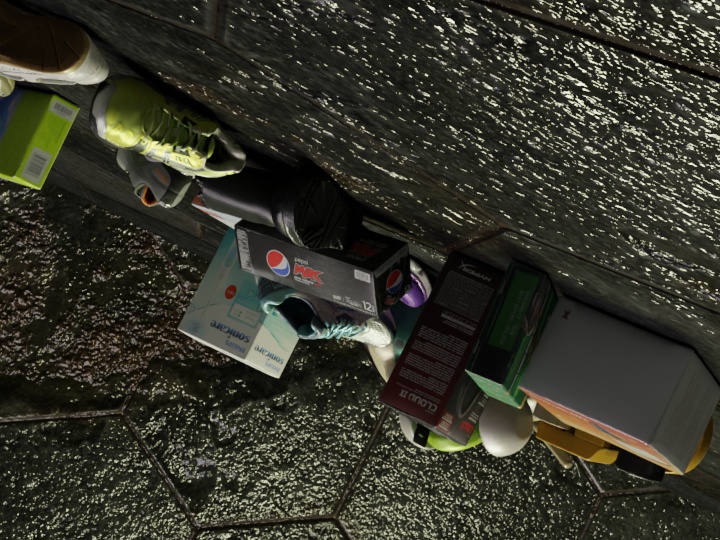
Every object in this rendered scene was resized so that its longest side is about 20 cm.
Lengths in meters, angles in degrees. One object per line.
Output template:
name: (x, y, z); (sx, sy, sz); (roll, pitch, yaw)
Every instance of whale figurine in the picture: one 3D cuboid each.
whale figurine: (0.070, 0.096, 2.002); (0.104, 0.200, 0.159); (-7, -150, 11)

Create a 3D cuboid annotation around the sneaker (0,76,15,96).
sneaker: (-0.496, -0.241, 1.855); (0.077, 0.089, 0.200); (23, 174, 30)

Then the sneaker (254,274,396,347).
sneaker: (-0.045, 0.057, 1.864); (0.200, 0.086, 0.078); (27, 130, -23)

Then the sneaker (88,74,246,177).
sneaker: (-0.185, -0.141, 1.518); (0.076, 0.075, 0.200); (14, 179, 33)

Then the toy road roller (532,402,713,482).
toy road roller: (0.317, 0.169, 1.808); (0.200, 0.123, 0.146); (21, -177, 40)

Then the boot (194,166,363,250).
boot: (-0.098, -0.076, 1.620); (0.162, 0.073, 0.198); (19, 180, 19)

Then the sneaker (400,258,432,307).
sneaker: (0.000, 0.000, 1.852); (0.200, 0.083, 0.081); (29, 174, -35)

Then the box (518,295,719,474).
box: (0.275, 0.123, 1.620); (0.152, 0.106, 0.200); (24, 174, 27)

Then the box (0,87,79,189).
box: (-0.451, -0.179, 2.049); (0.048, 0.122, 0.200); (28, 175, -33)

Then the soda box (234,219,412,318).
soda box: (-0.042, -0.016, 1.716); (0.200, 0.071, 0.063); (19, 132, 32)

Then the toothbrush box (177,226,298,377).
toothbrush box: (-0.140, 0.028, 2.142); (0.146, 0.200, 0.085); (22, 174, 41)

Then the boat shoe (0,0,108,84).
boat shoe: (-0.322, -0.209, 1.452); (0.200, 0.071, 0.069); (22, 171, 28)

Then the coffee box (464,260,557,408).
coffee box: (0.160, 0.069, 1.585); (0.044, 0.123, 0.200); (22, 172, 15)

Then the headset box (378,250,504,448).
headset box: (0.102, 0.097, 1.684); (0.075, 0.200, 0.149); (24, 173, 21)

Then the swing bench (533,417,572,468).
swing bench: (0.201, 0.150, 2.121); (0.200, 0.130, 0.199); (29, 178, 41)

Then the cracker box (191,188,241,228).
cracker box: (-0.090, -0.054, 1.897); (0.134, 0.058, 0.200); (18, 171, 47)

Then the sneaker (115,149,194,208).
sneaker: (-0.270, -0.124, 1.963); (0.074, 0.079, 0.200); (27, 176, -28)

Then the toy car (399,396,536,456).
toy car: (0.138, 0.128, 1.893); (0.175, 0.200, 0.150); (2, 127, 41)
